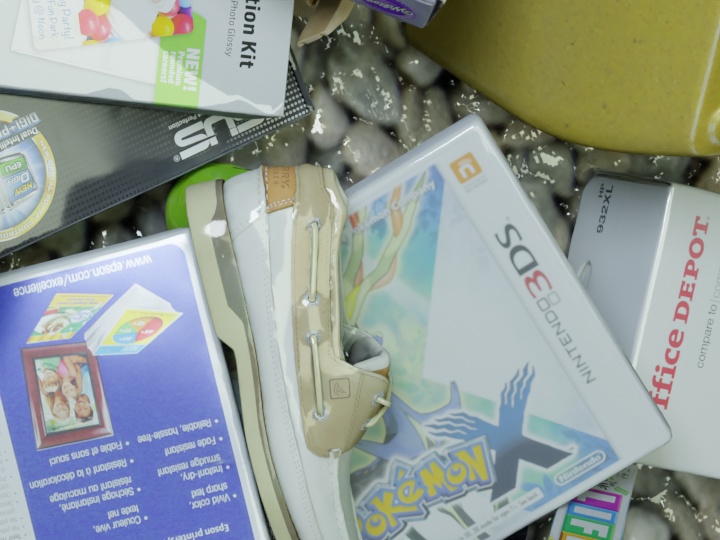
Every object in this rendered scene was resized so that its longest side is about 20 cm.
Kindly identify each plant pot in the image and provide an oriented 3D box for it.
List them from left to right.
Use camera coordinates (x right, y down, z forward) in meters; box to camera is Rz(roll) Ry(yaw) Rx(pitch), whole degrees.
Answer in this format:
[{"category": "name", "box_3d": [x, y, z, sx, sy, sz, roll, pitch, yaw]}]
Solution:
[{"category": "plant pot", "box_3d": [0.161, -0.155, 0.992, 0.194, 0.200, 0.196, -8, 125, -25]}]

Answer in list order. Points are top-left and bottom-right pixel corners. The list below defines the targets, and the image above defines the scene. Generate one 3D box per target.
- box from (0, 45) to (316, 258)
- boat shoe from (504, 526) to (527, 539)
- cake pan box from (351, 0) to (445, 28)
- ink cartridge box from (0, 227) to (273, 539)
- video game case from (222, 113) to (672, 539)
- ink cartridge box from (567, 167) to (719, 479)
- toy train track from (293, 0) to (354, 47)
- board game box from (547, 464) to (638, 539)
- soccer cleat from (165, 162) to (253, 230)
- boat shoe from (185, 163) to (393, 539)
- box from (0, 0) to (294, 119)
[{"category": "box", "box_3d": [-0.139, -0.107, 0.983, 0.200, 0.044, 0.160, -26, 103, -20]}, {"category": "boat shoe", "box_3d": [0.007, 0.095, 1.054, 0.200, 0.071, 0.091, 11, 92, -24]}, {"category": "cake pan box", "box_3d": [-0.020, -0.227, 0.902, 0.184, 0.052, 0.200, 20, 81, -4]}, {"category": "ink cartridge box", "box_3d": [-0.144, 0.100, 0.940, 0.197, 0.047, 0.200, -14, 89, 0]}, {"category": "video game case", "box_3d": [0.015, 0.055, 0.988, 0.200, 0.022, 0.182, -31, 106, 7]}, {"category": "ink cartridge box", "box_3d": [0.208, 0.039, 1.132, 0.200, 0.084, 0.145, 13, 91, -25]}, {"category": "toy train track", "box_3d": [0.036, -0.149, 0.976, 0.033, 0.200, 0.115, 41, 57, -24]}, {"category": "board game box", "box_3d": [0.093, 0.207, 1.038, 0.034, 0.134, 0.200, 12, 115, 8]}, {"category": "soccer cleat", "box_3d": [0.000, 0.000, 1.036, 0.200, 0.081, 0.068, 20, 87, -25]}, {"category": "boat shoe", "box_3d": [-0.019, 0.051, 0.935, 0.068, 0.075, 0.200, -14, 109, 2]}, {"category": "box", "box_3d": [-0.124, -0.153, 0.940, 0.200, 0.041, 0.156, 5, 92, -26]}]
